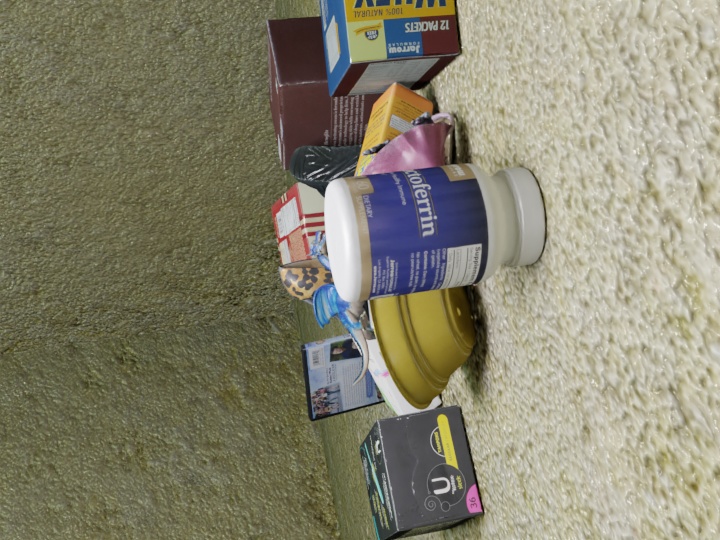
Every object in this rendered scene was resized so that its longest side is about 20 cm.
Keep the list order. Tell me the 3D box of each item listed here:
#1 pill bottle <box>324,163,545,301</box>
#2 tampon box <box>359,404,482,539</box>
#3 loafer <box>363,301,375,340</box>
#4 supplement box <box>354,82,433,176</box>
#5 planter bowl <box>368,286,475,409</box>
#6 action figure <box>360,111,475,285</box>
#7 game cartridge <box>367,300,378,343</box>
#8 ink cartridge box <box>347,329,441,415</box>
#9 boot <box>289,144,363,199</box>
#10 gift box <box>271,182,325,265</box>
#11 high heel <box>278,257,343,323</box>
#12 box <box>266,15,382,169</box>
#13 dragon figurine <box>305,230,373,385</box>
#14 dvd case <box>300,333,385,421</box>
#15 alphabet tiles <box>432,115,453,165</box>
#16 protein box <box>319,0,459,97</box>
[{"bbox_3d":[0.069,-0.040,0.767,0.116,0.195,0.119,172,90,-79],"label":"pill bottle"},{"bbox_3d":[0.082,0.302,1.163,0.201,0.123,0.153,107,153,-66],"label":"tampon box"},{"bbox_3d":[0.000,0.000,1.131,0.203,0.062,0.072,69,-166,16],"label":"loafer"},{"bbox_3d":[0.035,-0.133,1.016,0.066,0.068,0.204,-33,40,57],"label":"supplement box"},{"bbox_3d":[0.088,0.060,0.976,0.201,0.082,0.204,50,-149,-45],"label":"planter bowl"},{"bbox_3d":[0.086,-0.071,0.942,0.202,0.133,0.149,58,-152,-1],"label":"action figure"},{"bbox_3d":[0.064,0.056,1.079,0.200,0.040,0.136,37,-143,-57],"label":"game cartridge"},{"bbox_3d":[0.040,0.125,1.236,0.203,0.067,0.117,63,170,-14],"label":"ink cartridge box"},{"bbox_3d":[0.007,-0.128,1.215,0.168,0.196,0.078,30,-107,-62],"label":"boot"},{"bbox_3d":[-0.056,-0.081,1.524,0.199,0.183,0.189,-16,83,65],"label":"gift box"},{"bbox_3d":[-0.027,-0.034,1.190,0.203,0.141,0.071,-60,25,-2],"label":"high heel"},{"bbox_3d":[-0.040,-0.284,1.250,0.168,0.195,0.167,95,164,-51],"label":"box"},{"bbox_3d":[-0.024,0.047,1.087,0.058,0.098,0.205,-10,-80,-55],"label":"dragon figurine"},{"bbox_3d":[0.002,0.165,1.321,0.018,0.196,0.146,-128,30,-58],"label":"dvd case"},{"bbox_3d":[0.088,-0.105,1.077,0.167,0.007,0.205,-149,58,-71],"label":"alphabet tiles"},{"bbox_3d":[0.025,-0.342,1.003,0.200,0.132,0.204,-174,77,-80],"label":"protein box"}]
